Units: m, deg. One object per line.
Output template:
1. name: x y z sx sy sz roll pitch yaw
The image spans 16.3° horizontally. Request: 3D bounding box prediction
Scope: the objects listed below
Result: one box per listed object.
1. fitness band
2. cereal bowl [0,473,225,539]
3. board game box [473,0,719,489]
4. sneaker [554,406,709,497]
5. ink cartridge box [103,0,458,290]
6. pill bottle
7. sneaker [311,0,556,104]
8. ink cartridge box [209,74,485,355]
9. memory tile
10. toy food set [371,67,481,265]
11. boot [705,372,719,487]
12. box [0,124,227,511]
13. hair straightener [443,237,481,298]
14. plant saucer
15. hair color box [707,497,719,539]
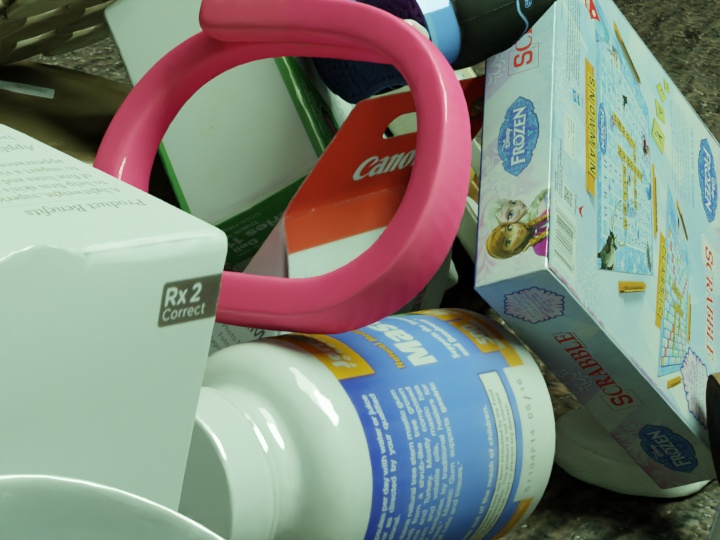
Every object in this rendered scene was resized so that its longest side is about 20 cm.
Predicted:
1. fitness band: -0.036 -0.046 1.090 0.199 0.145 0.037 7 -11 38
2. cereal bowl: -0.092 0.167 0.797 0.199 0.084 0.201 23 35 -17
3. board game box: 0.122 -0.028 1.222 0.041 0.201 0.200 -15 -40 27
4. sneaker: 0.184 0.063 1.315 0.199 0.089 0.075 -4 26 -31
5. ink cartridge box: -0.038 -0.062 1.316 0.200 0.083 0.147 41 22 -61
6. pill bottle: -0.015 0.081 1.093 0.112 0.113 0.199 28 23 36
7. sneaker: 0.029 -0.123 1.184 0.077 0.071 0.200 -21 13 -17
8. ink cartridge box: 0.000 0.000 1.201 0.057 0.200 0.162 49 30 14
9. memory tile: -0.154 -0.137 1.318 0.152 0.017 0.200 -21 -1 32
10. toy food set: 0.074 -0.064 1.447 0.144 0.060 0.200 57 12 -5
11. boot: 0.233 0.115 1.148 0.096 0.075 0.201 -16 48 -11
12. box: -0.172 0.065 0.897 0.130 0.202 0.198 24 21 35
13. hair straightener: 0.022 -0.031 1.565 0.076 0.041 0.200 -1 19 -37
14. plant saucer: -0.172 -0.074 1.333 0.198 0.030 0.200 10 19 -4
15. hair color box: 0.172 0.138 0.921 0.108 0.202 0.065 17 21 11
